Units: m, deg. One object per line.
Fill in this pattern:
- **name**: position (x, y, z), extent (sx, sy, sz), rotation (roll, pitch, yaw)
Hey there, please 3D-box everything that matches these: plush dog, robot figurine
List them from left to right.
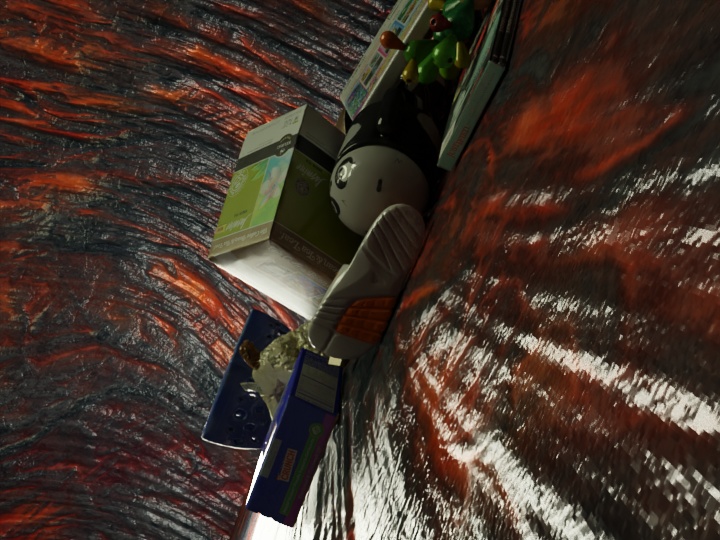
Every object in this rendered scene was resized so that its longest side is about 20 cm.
- **plush dog**: position (-0.098, 0.146, 1.442), extent (0.171, 0.160, 0.201), rotation (-35, -20, -44)
- **robot figurine**: position (0.030, -0.126, 1.026), extent (0.124, 0.151, 0.201), rotation (-22, 30, 29)

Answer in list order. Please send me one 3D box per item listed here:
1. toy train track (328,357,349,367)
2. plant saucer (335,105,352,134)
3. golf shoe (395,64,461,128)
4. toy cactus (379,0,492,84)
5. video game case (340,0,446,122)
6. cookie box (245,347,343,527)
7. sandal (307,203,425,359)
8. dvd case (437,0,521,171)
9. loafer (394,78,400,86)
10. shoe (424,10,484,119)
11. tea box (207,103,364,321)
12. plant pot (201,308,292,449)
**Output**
- **toy train track**: position (-0.002, 0.037, 1.185), extent (0.114, 0.032, 0.203), rotation (2, 72, 42)
- **plant saucer**: position (0.005, -0.196, 1.494), extent (0.034, 0.202, 0.201), rotation (-17, 30, 22)
- **golf shoe**: position (0.063, -0.212, 1.156), extent (0.078, 0.093, 0.201), rotation (59, 152, 24)
- **toy cactus**: position (0.104, -0.292, 0.969), extent (0.166, 0.102, 0.200), rotation (-56, -1, 23)
- **video game case**: position (0.040, -0.301, 1.171), extent (0.201, 0.024, 0.182), rotation (-56, 19, 15)
- **cookie box**: position (-0.088, 0.226, 1.190), extent (0.200, 0.074, 0.173), rotation (-84, 15, -77)
- **sandal**: position (0.014, 0.011, 0.971), extent (0.208, 0.079, 0.059), rotation (-58, 6, 22)
- **dvd case**: position (0.132, -0.223, 0.916), extent (0.147, 0.022, 0.201), rotation (115, 176, -49)
- **loafer**: position (0.031, -0.235, 1.248), extent (0.075, 0.068, 0.203), rotation (15, 90, 44)
- **shoe**: position (0.117, -0.305, 1.184), extent (0.091, 0.070, 0.203), rotation (-141, 58, -67)
- **tea box**: position (-0.064, -0.066, 1.113), extent (0.133, 0.199, 0.199), rotation (-14, 52, 43)
- **plant pot**: position (-0.173, 0.224, 1.627), extent (0.201, 0.178, 0.202), rotation (-76, 7, -62)
